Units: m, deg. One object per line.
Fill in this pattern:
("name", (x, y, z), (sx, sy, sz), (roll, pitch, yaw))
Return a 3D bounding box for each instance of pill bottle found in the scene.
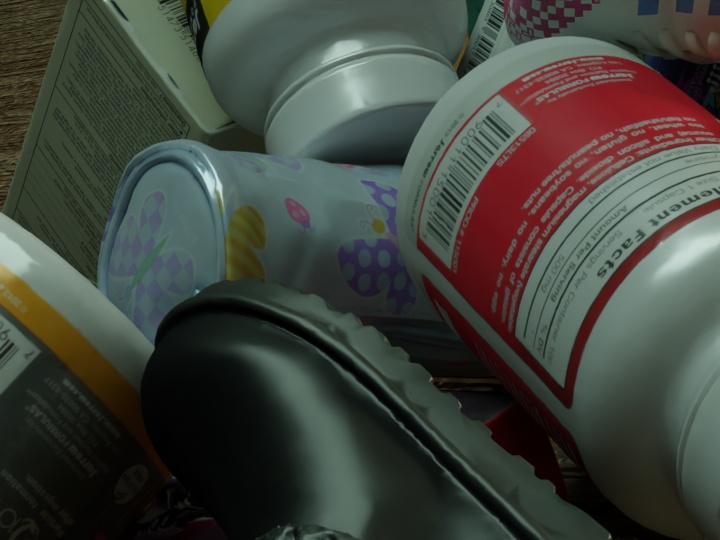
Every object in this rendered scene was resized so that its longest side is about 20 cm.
("pill bottle", (-0.154, 0.085, 0.811), (0.200, 0.116, 0.116), (-48, 22, -12))
("pill bottle", (0.098, 0.013, 0.793), (0.112, 0.113, 0.200), (-22, 35, -14))
("pill bottle", (-0.020, -0.124, 1.027), (0.110, 0.201, 0.112), (-15, -29, -9))

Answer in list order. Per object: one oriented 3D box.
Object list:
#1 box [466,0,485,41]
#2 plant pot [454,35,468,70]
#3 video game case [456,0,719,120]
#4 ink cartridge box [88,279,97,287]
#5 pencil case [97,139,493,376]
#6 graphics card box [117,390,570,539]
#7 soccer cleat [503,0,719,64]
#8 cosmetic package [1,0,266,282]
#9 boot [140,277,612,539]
("box", (0.087, -0.137, 1.063), (0.082, 0.202, 0.049), (-15, 27, -17))
("plant pot", (0.029, -0.142, 1.229), (0.199, 0.187, 0.186), (-36, 20, -17))
("video game case", (0.118, -0.118, 0.949), (0.036, 0.201, 0.181), (14, 15, -31))
("ink cartridge box", (-0.142, 0.051, 1.001), (0.103, 0.060, 0.200), (-28, 0, -2))
("pencil case", (0.000, 0.000, 0.945), (0.199, 0.084, 0.091), (3, 23, -41))
("graphics card box", (-0.039, 0.086, 0.888), (0.125, 0.051, 0.199), (-30, 17, -35))
("soccer cleat", (0.118, -0.094, 0.847), (0.069, 0.087, 0.200), (-12, -10, -34))
("cosmetic package", (-0.094, -0.051, 1.148), (0.073, 0.104, 0.200), (-26, -20, -32))
("boot", (-0.033, 0.090, 0.690), (0.157, 0.080, 0.211), (-27, 44, -32))
